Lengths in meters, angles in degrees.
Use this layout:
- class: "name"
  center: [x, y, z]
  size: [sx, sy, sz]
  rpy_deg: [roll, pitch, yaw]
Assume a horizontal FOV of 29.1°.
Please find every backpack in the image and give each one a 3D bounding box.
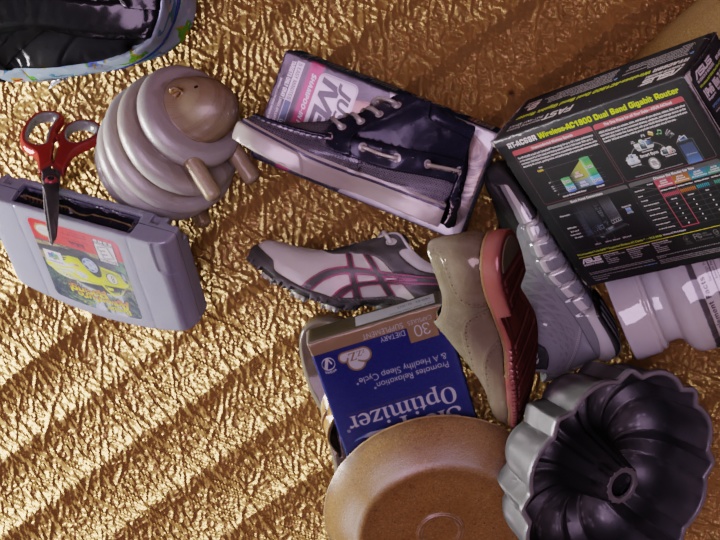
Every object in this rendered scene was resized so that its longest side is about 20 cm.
- class: "backpack"
  center: [-0.241, -0.243, 1.207]
  size: [0.198, 0.153, 0.165]
  rpy_deg: [-1, 93, 32]

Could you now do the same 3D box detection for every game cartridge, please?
- class: "game cartridge"
  center: [-0.235, -0.011, 1.235]
  size: [0.198, 0.134, 0.041]
  rpy_deg: [15, 56, 21]

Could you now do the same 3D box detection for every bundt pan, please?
- class: "bundt pan"
  center: [0.198, 0.165, 1.169]
  size: [0.200, 0.076, 0.204]
  rpy_deg: [-10, 111, -26]

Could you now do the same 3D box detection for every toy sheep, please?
- class: "toy sheep"
  center: [-0.167, -0.102, 1.208]
  size: [0.200, 0.138, 0.138]
  rpy_deg: [-36, 90, 42]

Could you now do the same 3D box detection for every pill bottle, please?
- class: "pill bottle"
  center: [0.306, 0.000, 1.145]
  size: [0.198, 0.111, 0.112]
  rpy_deg: [-23, 93, 13]

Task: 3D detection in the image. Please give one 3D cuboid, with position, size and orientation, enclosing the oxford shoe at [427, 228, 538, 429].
- class: "oxford shoe"
  center: [0.101, 0.047, 1.144]
  size: [0.074, 0.071, 0.202]
  rpy_deg: [4, 127, 22]

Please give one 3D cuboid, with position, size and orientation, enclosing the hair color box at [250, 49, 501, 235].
- class: "hair color box"
  center: [0.014, -0.111, 1.209]
  size: [0.198, 0.061, 0.101]
  rpy_deg: [22, 101, 6]

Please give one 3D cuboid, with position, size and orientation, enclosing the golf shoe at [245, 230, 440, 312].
- class: "golf shoe"
  center: [0.000, 0.000, 1.226]
  size: [0.198, 0.077, 0.089]
  rpy_deg: [19, 93, -2]

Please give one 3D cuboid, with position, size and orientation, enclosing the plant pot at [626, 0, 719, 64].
- class: "plant pot"
  center: [0.296, -0.144, 1.107]
  size: [0.198, 0.186, 0.188]
  rpy_deg: [-22, 93, 31]

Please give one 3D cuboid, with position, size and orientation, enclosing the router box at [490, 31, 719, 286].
- class: "router box"
  center: [0.218, -0.078, 1.059]
  size: [0.199, 0.062, 0.150]
  rpy_deg: [-14, 118, 50]

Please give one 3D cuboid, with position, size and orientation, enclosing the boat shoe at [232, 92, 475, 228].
- class: "boat shoe"
  center: [0.000, -0.112, 1.143]
  size: [0.198, 0.075, 0.094]
  rpy_deg: [21, 96, -8]

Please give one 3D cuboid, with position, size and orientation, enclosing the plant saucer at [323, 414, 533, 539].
- class: "plant saucer"
  center: [0.067, 0.217, 1.210]
  size: [0.197, 0.036, 0.202]
  rpy_deg: [-3, 121, -5]

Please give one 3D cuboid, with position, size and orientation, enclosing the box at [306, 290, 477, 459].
- class: "box"
  center: [0.040, 0.127, 1.202]
  size: [0.120, 0.032, 0.202]
  rpy_deg: [-17, 114, 4]

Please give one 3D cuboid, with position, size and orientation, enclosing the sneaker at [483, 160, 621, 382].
- class: "sneaker"
  center: [0.131, 0.014, 1.190]
  size: [0.115, 0.075, 0.201]
  rpy_deg: [-29, 102, 18]

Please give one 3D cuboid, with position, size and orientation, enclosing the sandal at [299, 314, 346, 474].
- class: "sandal"
  center: [-0.006, 0.138, 1.249]
  size: [0.079, 0.054, 0.203]
  rpy_deg: [-10, 96, 12]

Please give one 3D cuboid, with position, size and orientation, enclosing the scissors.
- class: "scissors"
  center: [-0.275, -0.083, 1.209]
  size: [0.072, 0.201, 0.014]
  rpy_deg: [9, 128, -2]
